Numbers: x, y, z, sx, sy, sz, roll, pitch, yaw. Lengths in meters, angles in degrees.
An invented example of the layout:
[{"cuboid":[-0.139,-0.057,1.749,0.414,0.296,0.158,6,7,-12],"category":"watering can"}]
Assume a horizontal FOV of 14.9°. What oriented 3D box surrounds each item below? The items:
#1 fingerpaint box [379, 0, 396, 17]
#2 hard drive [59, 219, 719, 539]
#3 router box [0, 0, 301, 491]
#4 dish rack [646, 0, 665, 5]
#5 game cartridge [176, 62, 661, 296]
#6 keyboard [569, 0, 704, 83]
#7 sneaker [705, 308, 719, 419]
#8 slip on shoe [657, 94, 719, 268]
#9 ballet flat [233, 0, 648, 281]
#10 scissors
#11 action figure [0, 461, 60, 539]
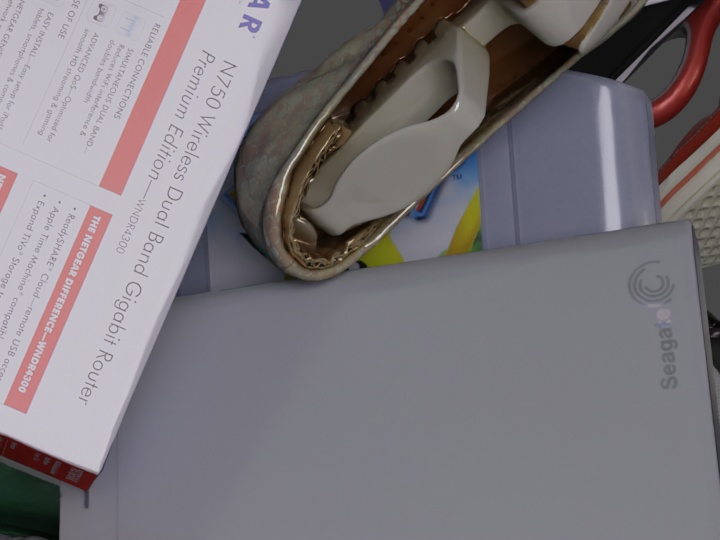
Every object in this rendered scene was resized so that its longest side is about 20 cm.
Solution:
[{"cuboid":[0.056,-0.211,0.975,0.167,0.073,0.200,-19,85,-14],"category":"fingerpaint box"},{"cuboid":[0.008,0.060,0.829,0.200,0.026,0.132,-9,60,11],"category":"hard drive"},{"cuboid":[-0.123,-0.060,0.827,0.179,0.049,0.200,24,77,-5],"category":"router box"},{"cuboid":[0.093,-0.174,0.897,0.200,0.044,0.172,-15,93,-15],"category":"dish rack"},{"cuboid":[0.000,0.000,0.901,0.200,0.040,0.134,-8,76,18],"category":"game cartridge"},{"cuboid":[0.095,-0.160,0.929,0.200,0.021,0.127,-46,100,-14],"category":"keyboard"},{"cuboid":[0.104,0.032,0.917,0.074,0.079,0.200,8,51,-53],"category":"sneaker"},{"cuboid":[0.163,-0.082,0.985,0.061,0.074,0.200,34,80,32],"category":"slip on shoe"},{"cuboid":[0.042,-0.069,0.841,0.067,0.062,0.200,38,105,-24],"category":"ballet flat"},{"cuboid":[0.142,-0.124,0.974,0.200,0.014,0.073,-43,47,-4],"category":"scissors"},{"cuboid":[-0.068,0.114,0.868,0.200,0.055,0.118,11,60,7],"category":"action figure"}]
